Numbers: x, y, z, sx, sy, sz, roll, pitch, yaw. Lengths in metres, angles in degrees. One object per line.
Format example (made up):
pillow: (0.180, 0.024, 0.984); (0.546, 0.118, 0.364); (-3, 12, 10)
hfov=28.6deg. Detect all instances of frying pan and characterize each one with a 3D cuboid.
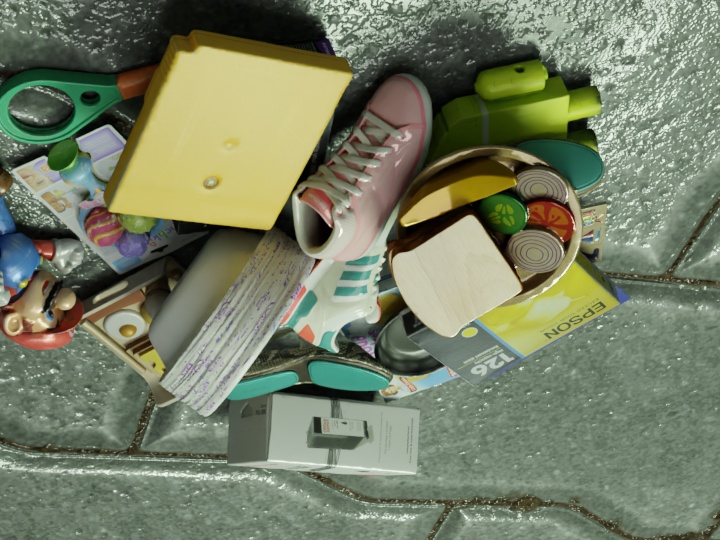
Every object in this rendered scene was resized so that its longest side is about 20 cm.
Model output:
frying pan: (0.090, 0.049, 1.555); (0.114, 0.031, 0.190); (20, 123, -34)

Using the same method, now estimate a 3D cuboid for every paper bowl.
paper bowl: (-0.141, 0.039, 1.443); (0.104, 0.201, 0.201); (36, 125, -7)

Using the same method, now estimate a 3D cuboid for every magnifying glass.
magnifying glass: (-0.245, -0.167, 1.321); (0.197, 0.023, 0.080); (-13, 140, 1)

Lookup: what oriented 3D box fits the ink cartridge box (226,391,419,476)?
ink cartridge box: (-0.048, 0.200, 1.706); (0.197, 0.084, 0.146); (8, 168, -24)

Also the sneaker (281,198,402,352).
sneaker: (0.000, 0.000, 1.500); (0.093, 0.070, 0.200); (37, 105, -9)

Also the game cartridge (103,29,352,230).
game cartridge: (-0.123, -0.125, 1.290); (0.174, 0.033, 0.201); (6, 132, -32)

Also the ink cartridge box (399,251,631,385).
ink cartridge box: (0.175, 0.052, 1.527); (0.196, 0.047, 0.199); (-32, 138, 21)

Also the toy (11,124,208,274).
toy: (-0.247, -0.056, 1.425); (0.114, 0.048, 0.200); (-23, 139, 13)

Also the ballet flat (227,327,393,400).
ballet flat: (-0.063, 0.097, 1.569); (0.197, 0.076, 0.068); (-5, 148, 3)

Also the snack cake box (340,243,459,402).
snack cake box: (0.043, 0.060, 1.629); (0.114, 0.068, 0.201); (-21, 139, 7)

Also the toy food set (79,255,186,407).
toy food set: (-0.223, 0.076, 1.574); (0.142, 0.061, 0.200); (-27, 138, 14)

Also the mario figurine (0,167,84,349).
mario figurine: (-0.328, -0.003, 1.406); (0.123, 0.106, 0.201); (-37, 132, -17)

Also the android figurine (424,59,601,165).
android figurine: (0.149, -0.135, 1.455); (0.197, 0.041, 0.183); (-12, 140, -3)

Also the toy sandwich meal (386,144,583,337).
toy sandwich meal: (0.118, -0.027, 1.368); (0.202, 0.071, 0.208); (2, 124, 3)

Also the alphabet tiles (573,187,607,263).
alphabet tiles: (0.158, -0.019, 1.469); (0.197, 0.006, 0.167); (-13, 144, -3)

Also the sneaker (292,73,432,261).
sneaker: (-0.002, -0.095, 1.374); (0.104, 0.075, 0.202); (-10, 129, -55)

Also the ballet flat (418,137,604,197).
ballet flat: (0.149, -0.094, 1.437); (0.197, 0.072, 0.065); (-3, 166, -12)

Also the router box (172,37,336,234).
router box: (-0.106, -0.127, 1.367); (0.147, 0.051, 0.201); (-9, 142, -20)
